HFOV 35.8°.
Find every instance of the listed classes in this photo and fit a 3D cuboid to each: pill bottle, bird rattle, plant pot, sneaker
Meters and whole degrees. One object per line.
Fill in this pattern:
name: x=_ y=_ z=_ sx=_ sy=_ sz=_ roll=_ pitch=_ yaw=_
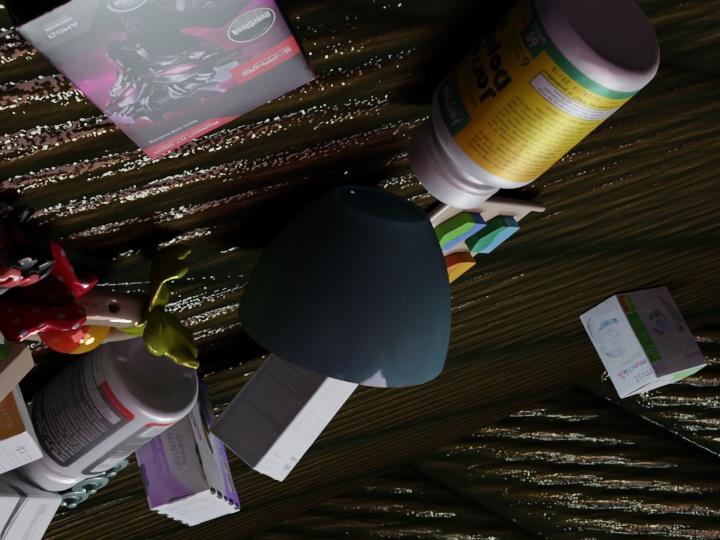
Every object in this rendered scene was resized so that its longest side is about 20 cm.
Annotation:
pill bottle: x=0.126 y=-0.135 z=0.876 sx=0.113 sy=0.113 sz=0.200 roll=-10 pitch=158 yaw=-40
pill bottle: x=-0.271 y=0.144 z=1.155 sx=0.200 sy=0.114 sz=0.114 roll=-35 pitch=160 yaw=31
bird rattle: x=-0.236 y=0.042 z=0.941 sx=0.200 sy=0.113 sz=0.163 roll=-4 pitch=170 yaw=-43
plant pot: x=0.000 y=0.000 z=1.025 sx=0.200 sy=0.200 sz=0.135 roll=-6 pitch=119 yaw=-46
sneaker: x=-0.295 y=-0.012 z=0.733 sx=0.098 sy=0.071 sz=0.200 roll=-30 pitch=162 yaw=15

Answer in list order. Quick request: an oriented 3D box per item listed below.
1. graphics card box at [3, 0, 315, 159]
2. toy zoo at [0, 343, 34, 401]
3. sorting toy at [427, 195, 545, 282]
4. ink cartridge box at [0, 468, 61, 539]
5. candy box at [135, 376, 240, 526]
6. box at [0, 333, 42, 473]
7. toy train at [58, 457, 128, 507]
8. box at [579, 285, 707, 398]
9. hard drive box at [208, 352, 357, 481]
graphics card box: x=-0.108 y=-0.141 z=0.645 sx=0.125 sy=0.051 sz=0.200 roll=-25 pitch=162 yaw=2
toy zoo: x=-0.360 y=0.092 z=0.817 sx=0.200 sy=0.020 sz=0.131 roll=2 pitch=-150 yaw=18
sorting toy: x=0.099 y=-0.026 z=1.288 sx=0.200 sy=0.037 sz=0.185 roll=-35 pitch=160 yaw=30
ink cartridge box: x=-0.419 y=0.228 z=1.125 sx=0.084 sy=0.144 sz=0.200 roll=-63 pitch=162 yaw=-5
candy box: x=-0.210 y=0.200 z=1.302 sx=0.071 sy=0.168 sz=0.200 roll=-18 pitch=162 yaw=-2
box: x=-0.387 y=0.127 z=0.931 sx=0.200 sy=0.125 sz=0.098 roll=-21 pitch=162 yaw=-15
toy train: x=-0.365 y=0.232 z=1.352 sx=0.114 sy=0.085 sz=0.200 roll=6 pitch=147 yaw=-42
box: x=0.539 y=0.135 z=2.124 sx=0.200 sy=0.177 sz=0.097 roll=-5 pitch=154 yaw=-46
hard drive box: x=-0.077 y=0.151 z=1.366 sx=0.200 sy=0.077 sz=0.156 roll=-50 pitch=164 yaw=-8
